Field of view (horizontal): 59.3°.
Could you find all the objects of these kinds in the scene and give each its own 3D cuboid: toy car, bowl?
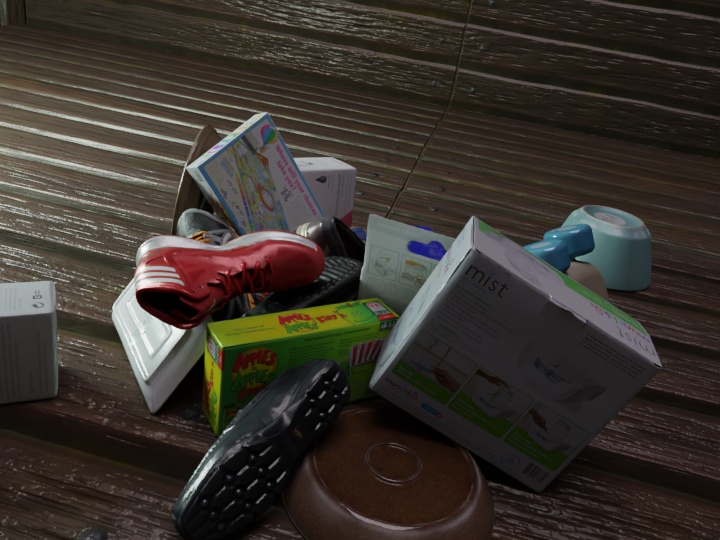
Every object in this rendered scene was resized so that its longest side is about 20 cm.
[{"bbox_3d":[0.205,0.056,0.823,0.199,0.186,0.176,-9,9,39],"label":"toy car"},{"bbox_3d":[0.453,-0.053,1.173,0.199,0.106,0.201,8,25,-4],"label":"bowl"}]

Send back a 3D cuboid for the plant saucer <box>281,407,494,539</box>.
[{"bbox_3d":[0.028,0.186,0.577,0.198,0.035,0.201,8,25,-4],"label":"plant saucer"}]

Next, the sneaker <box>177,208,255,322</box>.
[{"bbox_3d":[-0.180,0.000,0.753,0.201,0.078,0.077,61,13,29],"label":"sneaker"}]

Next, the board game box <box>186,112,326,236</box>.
[{"bbox_3d":[-0.134,-0.098,0.889,0.034,0.201,0.134,6,43,48],"label":"board game box"}]

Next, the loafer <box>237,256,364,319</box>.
[{"bbox_3d":[-0.071,0.054,0.723,0.199,0.072,0.073,-35,39,-24],"label":"loafer"}]

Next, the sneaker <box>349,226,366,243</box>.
[{"bbox_3d":[-0.020,0.005,0.924,0.088,0.076,0.200,24,36,13],"label":"sneaker"}]

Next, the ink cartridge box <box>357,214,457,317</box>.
[{"bbox_3d":[0.078,0.039,0.713,0.161,0.202,0.057,17,30,16],"label":"ink cartridge box"}]

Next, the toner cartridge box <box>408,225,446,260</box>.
[{"bbox_3d":[0.091,-0.020,1.039,0.094,0.044,0.200,4,25,-10],"label":"toner cartridge box"}]

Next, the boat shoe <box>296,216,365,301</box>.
[{"bbox_3d":[0.000,0.000,0.818,0.064,0.200,0.072,-21,43,32],"label":"boat shoe"}]

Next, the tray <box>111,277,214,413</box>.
[{"bbox_3d":[-0.225,0.055,0.690,0.022,0.108,0.200,36,3,-41],"label":"tray"}]

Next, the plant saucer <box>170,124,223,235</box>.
[{"bbox_3d":[-0.234,-0.111,0.926,0.029,0.202,0.200,15,24,-6],"label":"plant saucer"}]

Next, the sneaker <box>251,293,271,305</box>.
[{"bbox_3d":[-0.114,0.028,0.820,0.199,0.079,0.075,24,13,22],"label":"sneaker"}]

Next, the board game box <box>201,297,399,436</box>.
[{"bbox_3d":[-0.060,0.095,0.658,0.199,0.102,0.048,-7,28,-32],"label":"board game box"}]

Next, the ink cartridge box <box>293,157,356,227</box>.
[{"bbox_3d":[-0.114,-0.097,1.001,0.199,0.148,0.083,-9,26,-34],"label":"ink cartridge box"}]

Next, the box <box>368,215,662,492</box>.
[{"bbox_3d":[0.140,0.081,0.604,0.199,0.177,0.097,31,24,-3],"label":"box"}]

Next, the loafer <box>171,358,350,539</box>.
[{"bbox_3d":[-0.087,0.152,0.553,0.070,0.068,0.200,-9,26,45],"label":"loafer"}]

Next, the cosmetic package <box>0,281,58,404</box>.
[{"bbox_3d":[-0.391,0.072,0.587,0.198,0.103,0.074,-1,26,-26],"label":"cosmetic package"}]

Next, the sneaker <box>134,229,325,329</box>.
[{"bbox_3d":[-0.130,0.019,0.645,0.198,0.079,0.116,-4,34,-9],"label":"sneaker"}]
